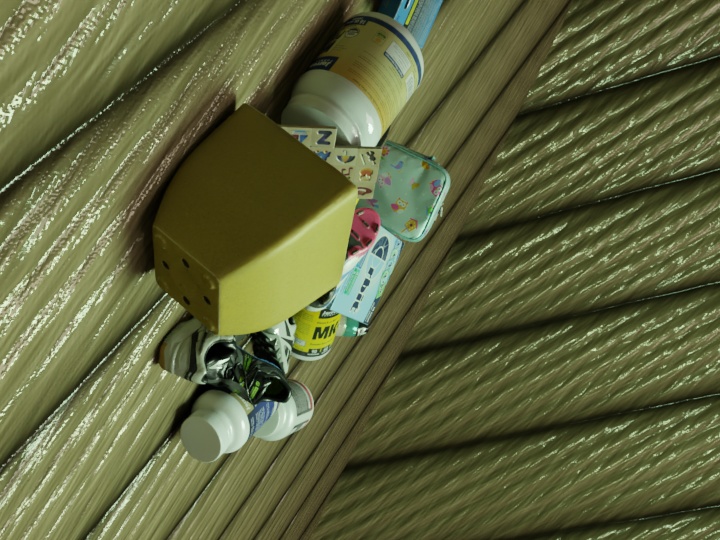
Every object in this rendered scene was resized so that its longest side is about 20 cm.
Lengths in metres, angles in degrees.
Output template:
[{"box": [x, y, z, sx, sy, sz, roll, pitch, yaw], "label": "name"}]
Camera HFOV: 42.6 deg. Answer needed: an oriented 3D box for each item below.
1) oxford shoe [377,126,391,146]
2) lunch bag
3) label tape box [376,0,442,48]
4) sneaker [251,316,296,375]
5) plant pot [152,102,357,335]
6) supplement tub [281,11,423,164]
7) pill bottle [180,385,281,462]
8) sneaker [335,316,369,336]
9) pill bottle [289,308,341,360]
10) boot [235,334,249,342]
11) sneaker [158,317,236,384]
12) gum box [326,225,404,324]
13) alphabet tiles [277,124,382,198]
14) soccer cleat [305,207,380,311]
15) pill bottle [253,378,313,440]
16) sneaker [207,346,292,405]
[{"box": [0.026, -0.260, 1.640, 0.203, 0.070, 0.071, -62, 173, -8], "label": "oxford shoe"}, {"box": [0.066, -0.155, 1.714, 0.163, 0.197, 0.077, -64, 170, 2], "label": "lunch bag"}, {"box": [0.077, -0.442, 1.473, 0.146, 0.065, 0.199, -66, 165, 15], "label": "label tape box"}, {"box": [-0.150, 0.129, 1.721, 0.089, 0.073, 0.201, -54, 166, -26], "label": "sneaker"}, {"box": [-0.148, -0.041, 1.136, 0.199, 0.194, 0.196, -40, 158, -33], "label": "plant pot"}, {"box": [-0.011, -0.253, 1.315, 0.201, 0.143, 0.145, -55, 166, -29], "label": "supplement tub"}, {"box": [-0.221, 0.241, 1.578, 0.200, 0.110, 0.113, -42, 157, -59], "label": "pill bottle"}, {"box": [-0.023, 0.051, 1.886, 0.072, 0.078, 0.203, 118, -26, -50], "label": "sneaker"}, {"box": [-0.086, 0.062, 1.753, 0.114, 0.113, 0.203, -47, 160, -49], "label": "pill bottle"}, {"box": [-0.169, 0.062, 1.539, 0.140, 0.077, 0.199, -57, 157, 4], "label": "boot"}, {"box": [-0.209, 0.087, 1.360, 0.201, 0.086, 0.076, -56, 165, -35], "label": "sneaker"}, {"box": [0.000, 0.000, 1.665, 0.173, 0.044, 0.200, -65, 158, -2], "label": "gum box"}, {"box": [-0.073, -0.135, 1.261, 0.169, 0.195, 0.008, 102, -15, -51], "label": "alphabet tiles"}, {"box": [-0.041, -0.020, 1.540, 0.202, 0.069, 0.086, -55, -172, -16], "label": "soccer cleat"}, {"box": [-0.171, 0.285, 1.880, 0.112, 0.109, 0.200, -63, 168, 5], "label": "pill bottle"}, {"box": [-0.188, 0.170, 1.498, 0.198, 0.082, 0.072, 25, 95, -40], "label": "sneaker"}]
